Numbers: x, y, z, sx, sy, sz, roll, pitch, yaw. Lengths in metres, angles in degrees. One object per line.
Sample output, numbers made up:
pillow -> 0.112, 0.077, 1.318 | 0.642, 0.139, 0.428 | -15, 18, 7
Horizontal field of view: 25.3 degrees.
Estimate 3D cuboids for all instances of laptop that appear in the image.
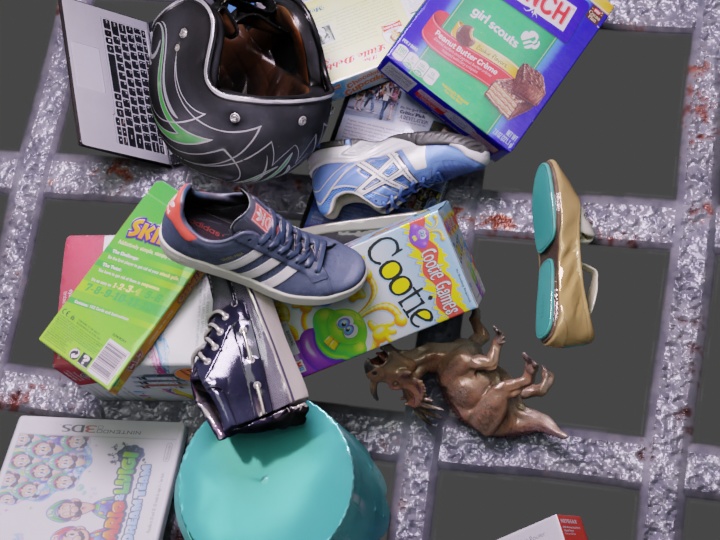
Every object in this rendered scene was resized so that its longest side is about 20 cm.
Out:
laptop -> -0.213, -0.226, 1.785 | 0.116, 0.199, 0.188 | -30, 62, 37

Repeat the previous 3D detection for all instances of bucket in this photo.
bucket -> -0.079, 0.223, 1.583 | 0.206, 0.135, 0.209 | -4, 69, 11

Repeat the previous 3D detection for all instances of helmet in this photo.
helmet -> -0.125, -0.184, 1.675 | 0.199, 0.200, 0.192 | -16, 84, 6

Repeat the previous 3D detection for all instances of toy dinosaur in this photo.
toy dinosaur -> 0.111, 0.122, 1.611 | 0.200, 0.086, 0.136 | 41, 94, 5

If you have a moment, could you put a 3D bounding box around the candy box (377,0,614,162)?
candy box -> 0.143, -0.247, 1.700 | 0.169, 0.077, 0.200 | 37, 80, -6

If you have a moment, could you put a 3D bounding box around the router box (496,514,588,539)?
router box -> 0.141, 0.346, 1.494 | 0.199, 0.049, 0.181 | -28, 65, 30

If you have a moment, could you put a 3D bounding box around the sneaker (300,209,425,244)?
sneaker -> 0.000, 0.000, 1.672 | 0.199, 0.075, 0.107 | -8, 91, 18

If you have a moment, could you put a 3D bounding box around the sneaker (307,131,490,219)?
sneaker -> 0.042, -0.100, 1.691 | 0.199, 0.076, 0.078 | -7, 76, 20

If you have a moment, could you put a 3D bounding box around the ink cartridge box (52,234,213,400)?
ink cartridge box -> -0.193, 0.051, 1.663 | 0.199, 0.145, 0.146 | -1, 71, 12

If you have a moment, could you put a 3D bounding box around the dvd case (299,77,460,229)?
dvd case -> 0.030, -0.117, 1.742 | 0.142, 0.018, 0.201 | 15, 76, 17

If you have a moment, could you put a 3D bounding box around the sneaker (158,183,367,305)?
sneaker -> -0.086, -0.029, 1.484 | 0.199, 0.085, 0.075 | 12, 51, -6

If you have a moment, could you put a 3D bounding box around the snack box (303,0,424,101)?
snack box -> 0.021, -0.267, 1.773 | 0.199, 0.037, 0.117 | -20, 64, -2

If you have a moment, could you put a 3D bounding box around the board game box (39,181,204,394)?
board game box -> -0.221, 0.014, 1.588 | 0.095, 0.030, 0.201 | 32, 83, 19

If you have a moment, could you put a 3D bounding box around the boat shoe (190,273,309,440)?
boat shoe -> -0.126, 0.064, 1.517 | 0.092, 0.075, 0.201 | -17, 71, -25

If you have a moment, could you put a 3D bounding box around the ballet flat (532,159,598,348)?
ballet flat -> 0.212, -0.015, 1.653 | 0.063, 0.069, 0.201 | 7, 73, -15

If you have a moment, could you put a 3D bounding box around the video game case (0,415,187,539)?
video game case -> -0.281, 0.228, 1.625 | 0.181, 0.024, 0.201 | 2, 41, 5

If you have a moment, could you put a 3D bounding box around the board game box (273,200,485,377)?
board game box -> 0.011, 0.020, 1.589 | 0.199, 0.105, 0.104 | -23, 94, 11
